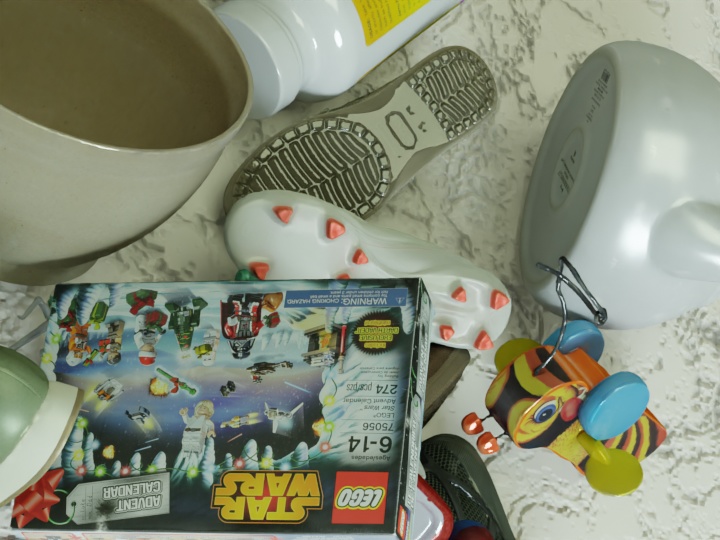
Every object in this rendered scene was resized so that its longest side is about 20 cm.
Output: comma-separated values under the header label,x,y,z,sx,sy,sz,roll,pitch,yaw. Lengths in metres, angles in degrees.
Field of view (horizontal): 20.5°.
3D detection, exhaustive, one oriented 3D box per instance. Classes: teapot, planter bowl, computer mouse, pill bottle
label,x,y,z,sx,sy,sz,roll,pitch,yaw
teapot,0.197,-0.046,1.285,0.145,0.198,0.202,16,61,-12
planter bowl,-0.173,-0.079,1.076,0.199,0.135,0.201,19,35,-14
computer mouse,-0.156,-0.143,1.212,0.059,0.034,0.200,46,54,-6
pill bottle,-0.014,-0.176,1.267,0.105,0.104,0.200,51,53,-2

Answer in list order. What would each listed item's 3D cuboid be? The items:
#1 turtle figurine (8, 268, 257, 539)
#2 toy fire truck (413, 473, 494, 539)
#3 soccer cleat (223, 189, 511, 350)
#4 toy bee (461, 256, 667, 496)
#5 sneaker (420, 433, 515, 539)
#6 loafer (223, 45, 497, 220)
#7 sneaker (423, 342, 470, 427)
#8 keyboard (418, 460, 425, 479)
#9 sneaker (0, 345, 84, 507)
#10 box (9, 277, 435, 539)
label,x,y,z,sx,sy,sz,roll,pitch,yaw
turtle figurine,-0.131,0.078,1.093,0.199,0.101,0.151,-23,72,-18
toy fire truck,-0.012,0.178,1.058,0.168,0.112,0.200,-45,118,0
soccer cleat,0.000,0.000,1.195,0.199,0.078,0.070,19,100,-27
toy bee,0.115,0.078,1.232,0.108,0.131,0.200,-37,122,0
sneaker,0.061,0.198,1.158,0.114,0.076,0.201,-16,75,-54
loafer,-0.001,-0.071,1.257,0.199,0.068,0.076,-29,88,-20
sneaker,-0.010,0.084,1.183,0.075,0.071,0.200,42,47,9
keyboard,-0.011,0.056,1.160,0.056,0.011,0.200,23,23,-26
sneaker,-0.223,0.095,0.972,0.090,0.200,0.067,35,34,-19
box,-0.067,0.073,0.992,0.198,0.040,0.138,-2,62,14
